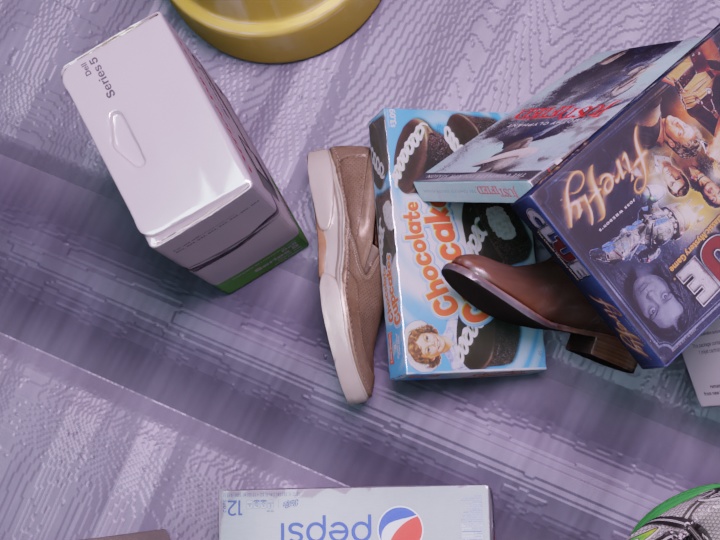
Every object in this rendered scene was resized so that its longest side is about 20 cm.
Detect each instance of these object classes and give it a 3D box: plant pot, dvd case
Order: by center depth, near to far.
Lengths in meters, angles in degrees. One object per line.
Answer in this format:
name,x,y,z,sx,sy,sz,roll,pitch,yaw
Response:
dvd case,0.150,-0.107,0.871,0.200,0.146,0.022,-37,109,-21
plant pot,-0.080,-0.285,0.939,0.200,0.189,0.202,-1,79,7

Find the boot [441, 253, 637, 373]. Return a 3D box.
boot,0.164,-0.048,0.891,0.186,0.064,0.201,25,83,-30

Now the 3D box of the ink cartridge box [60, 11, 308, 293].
ink cartridge box,-0.122,-0.077,0.901,0.084,0.200,0.146,-30,78,2

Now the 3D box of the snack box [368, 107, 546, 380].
snack box,0.072,-0.020,0.922,0.116,0.037,0.201,-1,79,-21

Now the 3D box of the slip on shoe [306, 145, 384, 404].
slip on shoe,0.000,0.000,0.939,0.060,0.076,0.201,-8,72,2

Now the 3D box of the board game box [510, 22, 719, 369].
board game box,0.212,-0.053,0.778,0.200,0.035,0.136,-41,93,-15

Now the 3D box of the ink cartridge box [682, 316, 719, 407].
ink cartridge box,0.281,-0.023,0.855,0.144,0.084,0.201,-18,88,-20

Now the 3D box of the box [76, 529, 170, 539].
box,-0.184,0.230,0.855,0.082,0.200,0.069,-28,78,3

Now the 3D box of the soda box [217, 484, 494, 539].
soda box,-0.001,0.192,0.903,0.199,0.068,0.064,-3,78,7

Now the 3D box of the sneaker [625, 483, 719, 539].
sneaker,0.203,0.221,0.861,0.200,0.085,0.078,-36,77,0
